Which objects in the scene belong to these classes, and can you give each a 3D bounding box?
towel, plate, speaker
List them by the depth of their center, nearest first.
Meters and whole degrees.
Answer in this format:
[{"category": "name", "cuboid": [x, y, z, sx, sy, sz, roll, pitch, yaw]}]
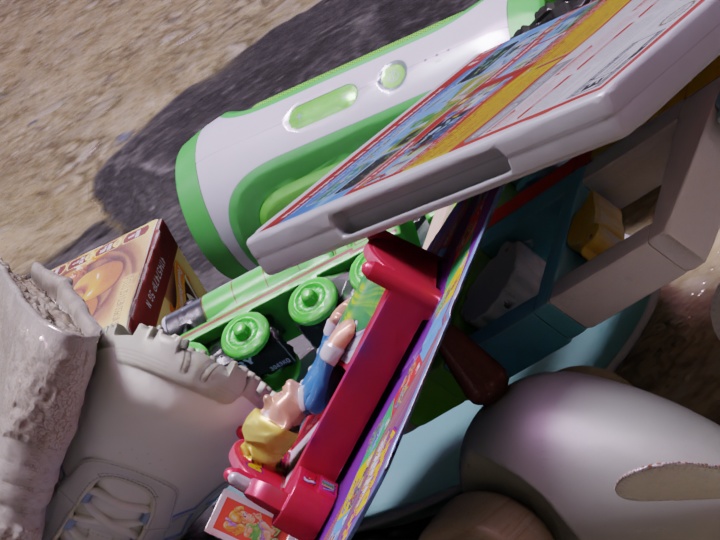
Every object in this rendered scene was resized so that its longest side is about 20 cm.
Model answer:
[{"category": "towel", "cuboid": [-0.139, 0.068, 1.002, 0.200, 0.034, 0.133, -144, 69, -74]}, {"category": "plate", "cuboid": [0.032, 0.051, 1.025, 0.200, 0.026, 0.200, -26, 21, 11]}, {"category": "speaker", "cuboid": [0.015, -0.063, 1.217, 0.199, 0.089, 0.089, -22, 22, 23]}]

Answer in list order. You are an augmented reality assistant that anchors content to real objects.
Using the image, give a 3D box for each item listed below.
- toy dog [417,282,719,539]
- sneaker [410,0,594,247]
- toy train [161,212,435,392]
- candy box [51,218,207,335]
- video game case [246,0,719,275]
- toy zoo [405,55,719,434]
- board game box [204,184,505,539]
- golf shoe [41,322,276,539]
[{"category": "toy dog", "cuboid": [0.097, 0.046, 0.836, 0.199, 0.096, 0.132, -23, 22, 22]}, {"category": "sneaker", "cuboid": [0.060, -0.034, 1.133, 0.200, 0.079, 0.074, -39, 33, 27]}, {"category": "toy train", "cuboid": [0.000, 0.000, 1.074, 0.199, 0.042, 0.057, -26, 47, 12]}, {"category": "candy box", "cuboid": [-0.175, 0.059, 1.252, 0.199, 0.055, 0.116, -24, 22, 15]}, {"category": "video game case", "cuboid": [0.062, -0.062, 0.885, 0.143, 0.017, 0.200, -40, 12, -36]}, {"category": "toy zoo", "cuboid": [0.083, -0.030, 0.925, 0.200, 0.020, 0.131, -34, 27, 46]}, {"category": "board game box", "cuboid": [-0.012, 0.041, 0.884, 0.200, 0.039, 0.158, -67, 6, -31]}, {"category": "golf shoe", "cuboid": [-0.087, 0.089, 0.985, 0.200, 0.078, 0.097, 123, 169, -63]}]
